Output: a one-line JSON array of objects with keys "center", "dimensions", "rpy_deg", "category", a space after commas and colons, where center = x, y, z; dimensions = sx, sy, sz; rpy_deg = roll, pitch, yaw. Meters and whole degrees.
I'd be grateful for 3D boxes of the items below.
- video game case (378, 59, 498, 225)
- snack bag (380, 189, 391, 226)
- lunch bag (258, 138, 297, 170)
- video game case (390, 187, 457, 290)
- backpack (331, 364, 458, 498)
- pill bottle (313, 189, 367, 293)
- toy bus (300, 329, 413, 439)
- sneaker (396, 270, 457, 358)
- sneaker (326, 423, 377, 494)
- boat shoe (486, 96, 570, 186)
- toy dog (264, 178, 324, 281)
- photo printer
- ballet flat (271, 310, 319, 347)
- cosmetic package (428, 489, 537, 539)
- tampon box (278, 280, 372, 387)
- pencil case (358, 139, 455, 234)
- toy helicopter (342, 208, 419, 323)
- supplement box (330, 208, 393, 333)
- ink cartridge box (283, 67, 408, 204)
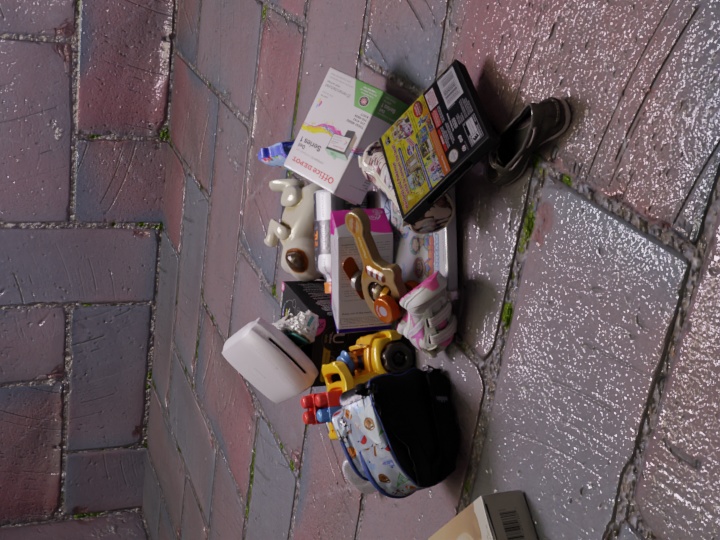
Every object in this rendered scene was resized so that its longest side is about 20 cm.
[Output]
[{"center": [0.110, -0.192, 1.422], "dimensions": [0.181, 0.025, 0.200], "rpy_deg": [-44, 38, 27], "category": "video game case"}, {"center": [0.086, -0.139, 1.666], "dimensions": [0.200, 0.021, 0.189], "rpy_deg": [0, 92, 64], "category": "snack bag"}, {"center": [-0.100, -0.222, 1.867], "dimensions": [0.151, 0.200, 0.094], "rpy_deg": [-173, 82, -66], "category": "lunch bag"}, {"center": [0.102, -0.071, 1.589], "dimensions": [0.182, 0.024, 0.200], "rpy_deg": [6, 100, 63], "category": "video game case"}, {"center": [0.059, 0.267, 1.537], "dimensions": [0.154, 0.200, 0.191], "rpy_deg": [-39, 69, 38], "category": "backpack"}, {"center": [-0.036, -0.055, 1.848], "dimensions": [0.106, 0.106, 0.200], "rpy_deg": [175, 93, -67], "category": "pill bottle"}, {"center": [-0.011, 0.209, 1.697], "dimensions": [0.136, 0.192, 0.200], "rpy_deg": [153, 115, -66], "category": "toy bus"}, {"center": [0.117, 0.073, 1.519], "dimensions": [0.088, 0.081, 0.200], "rpy_deg": [47, 162, 20], "category": "sneaker"}, {"center": [-0.001, 0.320, 1.831], "dimensions": [0.114, 0.075, 0.200], "rpy_deg": [-67, -42, -66], "category": "sneaker"}, {"center": [0.213, -0.178, 1.323], "dimensions": [0.200, 0.057, 0.067], "rpy_deg": [133, 131, -58], "category": "boat shoe"}, {"center": [-0.103, -0.075, 1.971], "dimensions": [0.194, 0.140, 0.200], "rpy_deg": [-2, 73, 31], "category": "toy dog"}, {"center": [-0.169, 0.171, 1.804], "dimensions": [0.166, 0.069, 0.200], "rpy_deg": [44, 155, -6], "category": "photo printer"}, {"center": [-0.127, 0.113, 1.822], "dimensions": [0.200, 0.072, 0.072], "rpy_deg": [-17, 75, 62], "category": "ballet flat"}, {"center": [0.179, 0.408, 1.413], "dimensions": [0.200, 0.071, 0.105], "rpy_deg": [121, 141, -50], "category": "cosmetic package"}, {"center": [-0.074, 0.121, 1.916], "dimensions": [0.200, 0.126, 0.150], "rpy_deg": [-139, 52, -60], "category": "tampon box"}, {"center": [0.068, -0.137, 1.526], "dimensions": [0.200, 0.089, 0.078], "rpy_deg": [53, 138, 49], "category": "pencil case"}, {"center": [0.017, -0.008, 1.598], "dimensions": [0.132, 0.079, 0.200], "rpy_deg": [-4, 110, 54], "category": "toy helicopter"}, {"center": [0.000, 0.000, 1.710], "dimensions": [0.101, 0.103, 0.200], "rpy_deg": [-106, 12, -57], "category": "supplement box"}, {"center": [-0.028, -0.239, 1.711], "dimensions": [0.145, 0.084, 0.200], "rpy_deg": [32, 99, 37], "category": "ink cartridge box"}]
